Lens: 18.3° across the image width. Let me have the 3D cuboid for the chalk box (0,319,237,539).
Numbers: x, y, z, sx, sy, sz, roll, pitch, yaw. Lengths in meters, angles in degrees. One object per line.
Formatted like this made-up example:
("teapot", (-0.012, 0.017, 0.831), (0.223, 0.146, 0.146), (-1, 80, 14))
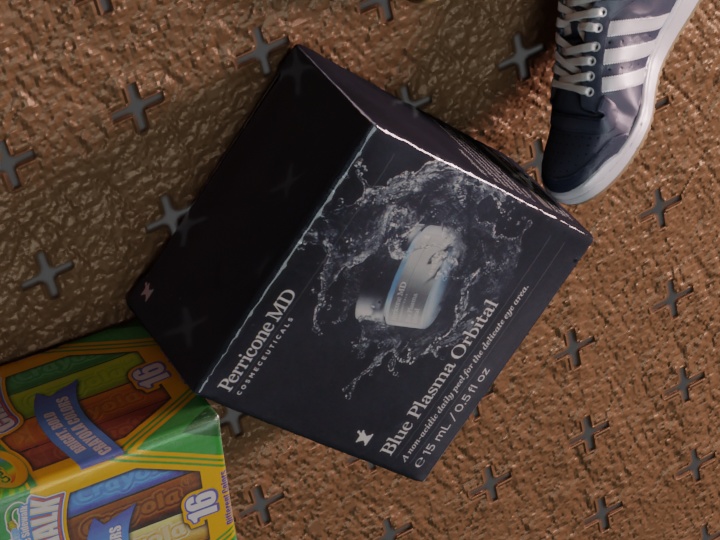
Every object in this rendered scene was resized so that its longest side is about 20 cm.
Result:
("chalk box", (-0.191, 0.135, 1.343), (0.200, 0.125, 0.124), (-19, 128, -20))

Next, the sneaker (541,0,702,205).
("sneaker", (0.141, -0.148, 1.373), (0.108, 0.070, 0.200), (32, 81, -42))

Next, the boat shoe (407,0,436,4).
("boat shoe", (0.065, -0.250, 1.283), (0.065, 0.072, 0.200), (-14, 128, -34))

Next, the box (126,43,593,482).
("box", (0.000, 0.000, 1.374), (0.200, 0.117, 0.197), (25, 105, -38))
